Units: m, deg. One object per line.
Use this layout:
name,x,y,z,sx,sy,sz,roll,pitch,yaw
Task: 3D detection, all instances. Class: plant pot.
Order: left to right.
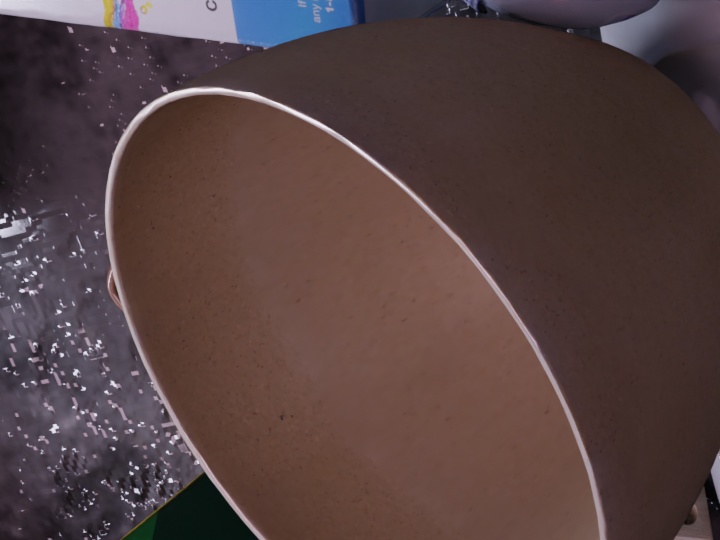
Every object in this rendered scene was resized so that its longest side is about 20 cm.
plant pot,0.039,0.003,0.809,0.200,0.134,0.201,33,142,30

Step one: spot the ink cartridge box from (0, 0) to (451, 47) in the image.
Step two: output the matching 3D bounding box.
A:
ink cartridge box,-0.072,-0.158,0.894,0.200,0.085,0.145,10,119,30

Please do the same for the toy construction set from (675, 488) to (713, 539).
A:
toy construction set,0.033,0.133,0.958,0.131,0.092,0.200,24,130,-17

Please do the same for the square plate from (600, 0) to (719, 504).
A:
square plate,0.151,-0.001,0.810,0.200,0.028,0.199,-5,102,56

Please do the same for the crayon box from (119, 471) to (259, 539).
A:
crayon box,-0.100,0.183,1.029,0.058,0.173,0.200,35,128,13

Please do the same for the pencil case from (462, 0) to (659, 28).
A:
pencil case,0.080,-0.169,0.793,0.091,0.083,0.200,43,130,25

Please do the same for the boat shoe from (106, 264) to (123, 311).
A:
boat shoe,0.000,0.000,0.935,0.200,0.072,0.076,-4,111,33
